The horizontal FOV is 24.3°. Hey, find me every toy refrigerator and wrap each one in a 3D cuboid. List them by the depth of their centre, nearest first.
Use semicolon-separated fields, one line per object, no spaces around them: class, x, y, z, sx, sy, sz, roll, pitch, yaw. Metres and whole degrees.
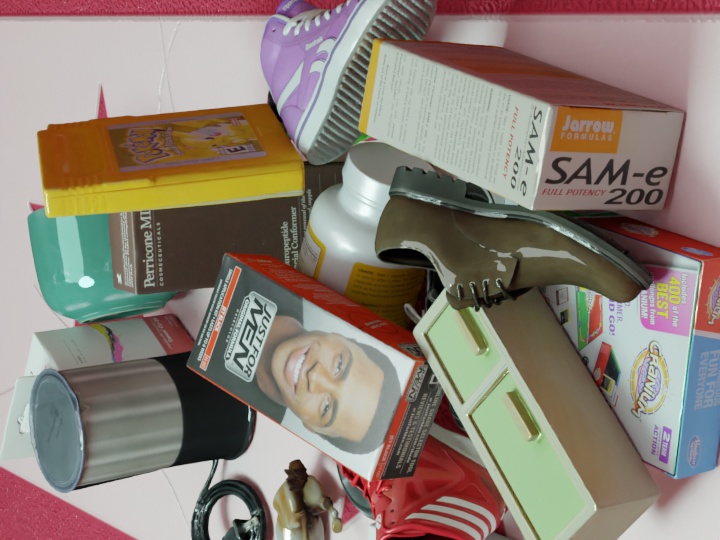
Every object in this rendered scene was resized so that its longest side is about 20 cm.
toy refrigerator;0.117;0.097;1.161;0.076;0.070;0.201;-54;52;41

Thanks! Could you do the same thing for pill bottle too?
pill bottle;0.000;0.000;1.356;0.104;0.104;0.201;47;131;40

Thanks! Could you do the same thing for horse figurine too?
horse figurine;-0.053;0.247;1.512;0.133;0.050;0.201;-126;33;-60

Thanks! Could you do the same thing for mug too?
mug;-0.243;-0.010;1.680;0.151;0.185;0.115;-14;84;21

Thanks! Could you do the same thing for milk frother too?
milk frother;-0.198;0.190;1.599;0.200;0.187;0.181;53;136;36

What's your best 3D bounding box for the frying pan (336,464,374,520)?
frying pan;0.002;0.130;1.446;0.115;0.031;0.191;-35;70;50

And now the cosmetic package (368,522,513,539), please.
cosmetic package;0.065;0.305;1.339;0.113;0.081;0.201;18;112;53

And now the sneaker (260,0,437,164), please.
sneaker;-0.022;-0.183;1.260;0.115;0.072;0.201;60;138;21

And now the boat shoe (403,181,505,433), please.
boat shoe;0.076;0.032;1.283;0.073;0.068;0.201;22;114;51

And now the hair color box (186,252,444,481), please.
hair color box;-0.033;0.070;1.278;0.199;0.061;0.102;27;103;33

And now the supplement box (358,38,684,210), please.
supplement box;0.107;-0.103;1.163;0.200;0.126;0.074;30;115;50

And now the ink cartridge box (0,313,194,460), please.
ink cartridge box;-0.274;0.117;1.683;0.068;0.199;0.117;49;133;38

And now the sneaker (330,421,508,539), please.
sneaker;0.015;0.158;1.291;0.199;0.116;0.079;18;127;25

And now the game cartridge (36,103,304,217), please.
game cartridge;-0.156;-0.091;1.335;0.176;0.199;0.033;-122;29;-65

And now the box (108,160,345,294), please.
box;-0.109;-0.039;1.414;0.075;0.199;0.101;-169;74;-67

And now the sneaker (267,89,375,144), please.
sneaker;-0.023;-0.149;1.388;0.200;0.076;0.084;10;108;53

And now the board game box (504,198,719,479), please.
board game box;0.172;0.039;1.171;0.200;0.040;0.154;25;116;51

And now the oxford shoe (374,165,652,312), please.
oxford shoe;0.100;-0.004;1.126;0.199;0.073;0.085;16;76;30
